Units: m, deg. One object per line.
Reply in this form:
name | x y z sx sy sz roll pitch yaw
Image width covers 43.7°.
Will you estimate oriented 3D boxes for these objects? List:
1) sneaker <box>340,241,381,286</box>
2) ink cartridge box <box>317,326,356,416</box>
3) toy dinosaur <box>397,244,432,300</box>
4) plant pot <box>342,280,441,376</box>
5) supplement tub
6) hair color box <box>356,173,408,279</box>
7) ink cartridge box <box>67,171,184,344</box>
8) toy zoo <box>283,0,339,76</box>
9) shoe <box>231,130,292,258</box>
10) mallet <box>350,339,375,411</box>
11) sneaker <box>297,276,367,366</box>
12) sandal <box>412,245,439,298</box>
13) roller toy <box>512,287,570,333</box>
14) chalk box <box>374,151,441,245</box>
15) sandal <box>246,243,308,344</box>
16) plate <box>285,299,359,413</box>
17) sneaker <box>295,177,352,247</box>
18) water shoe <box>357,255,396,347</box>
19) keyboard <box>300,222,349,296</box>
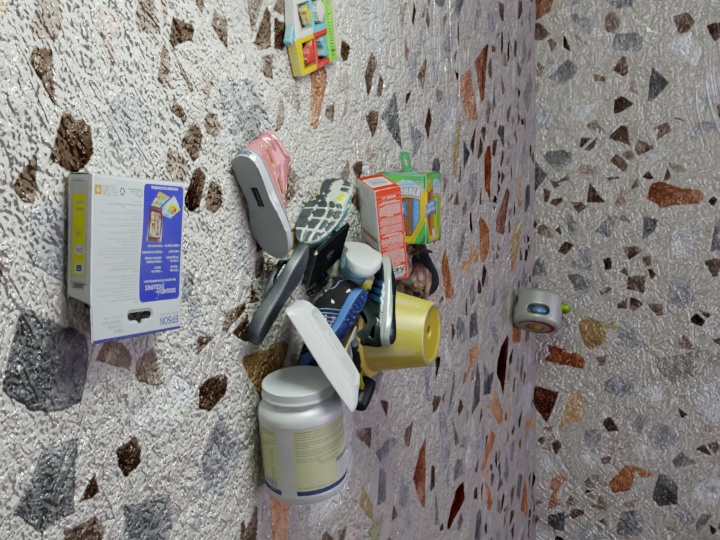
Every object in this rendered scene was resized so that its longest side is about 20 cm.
sneaker | 0.000 0.000 1.751 0.200 0.073 0.083 -110 -158 -77
ink cartridge box | -0.052 0.228 1.717 0.201 0.044 0.177 89 17 -50
toy dinosaur | 0.136 0.009 2.144 0.200 0.085 0.136 52 47 -58
plant pot | 0.060 0.122 1.846 0.201 0.188 0.202 3 90 -68
supplement tub | -0.099 0.279 1.532 0.145 0.144 0.201 -39 129 -61
hair color box | 0.046 -0.089 1.872 0.111 0.064 0.201 -136 -143 -61
ink cartridge box | -0.294 -0.018 1.141 0.197 0.047 0.201 -5 100 -69
toy zoo | -0.090 -0.427 1.606 0.200 0.020 0.132 -47 136 -57
shoe | -0.141 -0.124 1.460 0.091 0.071 0.201 -54 137 -44
mallet | -0.006 0.205 1.731 0.200 0.041 0.066 76 30 -57
sneaker | -0.069 0.103 1.694 0.200 0.078 0.070 -55 151 -16
sandal | 0.147 -0.014 2.202 0.043 0.076 0.201 -102 178 -52
roller toy | 0.662 0.158 3.351 0.182 0.200 0.141 23 68 -29
chalk box | 0.108 -0.164 2.002 0.125 0.123 0.201 -22 114 -66
sandal | -0.142 0.029 1.495 0.201 0.043 0.076 -60 168 -30
plate | -0.054 0.135 1.529 0.201 0.032 0.200 57 4 -2
sneaker | -0.059 -0.096 1.673 0.200 0.077 0.080 -57 153 -50
water shoe | 0.028 0.055 1.745 0.072 0.078 0.201 74 14 -51
keyboard | -0.070 -0.012 1.671 0.200 0.020 0.128 -45 154 -65
